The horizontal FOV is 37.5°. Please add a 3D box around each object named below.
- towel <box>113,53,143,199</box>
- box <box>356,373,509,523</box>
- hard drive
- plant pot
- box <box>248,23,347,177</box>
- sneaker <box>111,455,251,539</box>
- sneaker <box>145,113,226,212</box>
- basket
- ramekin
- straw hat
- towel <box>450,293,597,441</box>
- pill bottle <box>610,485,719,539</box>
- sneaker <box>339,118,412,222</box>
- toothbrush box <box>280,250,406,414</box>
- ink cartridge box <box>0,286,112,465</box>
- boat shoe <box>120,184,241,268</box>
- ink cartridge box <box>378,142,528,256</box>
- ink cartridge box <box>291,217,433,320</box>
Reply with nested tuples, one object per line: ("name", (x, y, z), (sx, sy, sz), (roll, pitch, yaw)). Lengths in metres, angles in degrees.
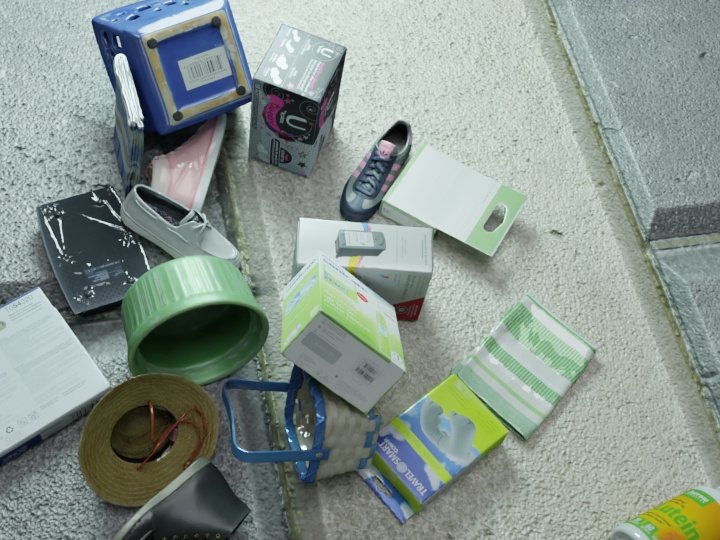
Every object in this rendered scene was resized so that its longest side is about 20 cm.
("towel", (-0.360, -0.215, 1.625), (0.024, 0.200, 0.147), (-9, 61, -20))
("box", (0.098, 0.250, 1.508), (0.200, 0.048, 0.122), (-34, 69, -26))
("hard drive", (-0.400, -0.026, 1.598), (0.135, 0.042, 0.200), (-18, 64, -19))
("plant pot", (-0.282, -0.327, 1.668), (0.200, 0.200, 0.180), (-24, 24, -20))
("box", (-0.102, -0.266, 1.696), (0.115, 0.200, 0.132), (20, 59, 4))
("sneaker", (-0.241, 0.345, 1.382), (0.106, 0.075, 0.200), (44, 67, 8))
("sneaker", (-0.280, -0.180, 1.689), (0.105, 0.075, 0.200), (16, 62, -5))
("basket", (-0.082, 0.203, 1.433), (0.200, 0.139, 0.176), (8, 26, -16))
("ramekin", (-0.236, 0.070, 1.480), (0.200, 0.200, 0.098), (-14, 55, -17))
("straw hat", (-0.300, 0.216, 1.437), (0.201, 0.201, 0.085), (-32, 30, -24))
("towel", (0.250, 0.140, 1.611), (0.153, 0.023, 0.200), (39, 61, 14))
("pill bottle", (0.455, 0.364, 1.456), (0.200, 0.111, 0.111), (-20, 64, -20))
("sneaker", (0.025, -0.168, 1.726), (0.070, 0.082, 0.200), (25, 59, 6))
("toothbrush box", (-0.025, 0.079, 1.429), (0.146, 0.086, 0.200), (38, 15, -16))
("ink cartridge box", (-0.482, 0.148, 1.481), (0.196, 0.043, 0.200), (-32, 66, -23))
("boat shoe", (-0.265, -0.065, 1.609), (0.200, 0.069, 0.072), (34, 44, -2))
("ink cartridge box", (0.151, -0.108, 1.730), (0.200, 0.048, 0.146), (30, 59, 9))
("ink cartridge box", (0.000, 0.000, 1.583), (0.200, 0.148, 0.086), (3, 59, -5))
